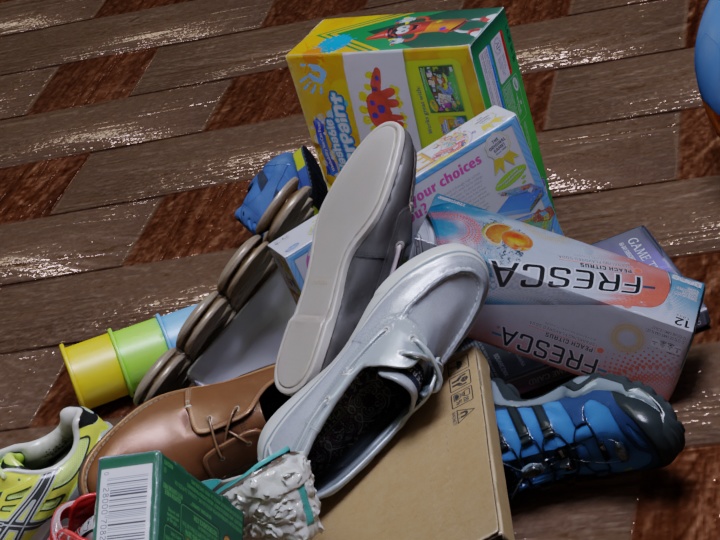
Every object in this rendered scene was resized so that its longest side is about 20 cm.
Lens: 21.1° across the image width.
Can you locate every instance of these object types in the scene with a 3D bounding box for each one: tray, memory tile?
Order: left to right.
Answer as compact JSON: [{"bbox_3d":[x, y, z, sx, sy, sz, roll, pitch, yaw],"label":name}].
[{"bbox_3d":[-0.099,0.023,1.422,0.200,0.017,0.153,-53,-4,-5],"label":"memory tile"},{"bbox_3d":[-0.040,0.053,1.456,0.107,0.022,0.200,31,44,8],"label":"tray"}]

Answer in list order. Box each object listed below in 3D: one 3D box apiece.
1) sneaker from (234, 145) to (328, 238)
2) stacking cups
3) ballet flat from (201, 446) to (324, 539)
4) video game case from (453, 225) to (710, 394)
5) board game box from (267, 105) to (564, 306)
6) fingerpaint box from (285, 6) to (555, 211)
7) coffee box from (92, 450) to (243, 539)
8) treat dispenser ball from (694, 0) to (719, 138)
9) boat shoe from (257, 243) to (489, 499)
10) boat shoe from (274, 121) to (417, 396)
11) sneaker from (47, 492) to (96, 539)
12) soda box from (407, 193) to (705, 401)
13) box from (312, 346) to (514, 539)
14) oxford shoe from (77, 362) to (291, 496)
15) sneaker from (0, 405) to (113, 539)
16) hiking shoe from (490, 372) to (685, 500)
[{"bbox_3d":[-0.063,-0.036,1.632,0.078,0.066,0.200,-27,27,8],"label":"sneaker"},{"bbox_3d":[-0.135,0.052,1.523,0.199,0.061,0.061,-21,28,-12],"label":"stacking cups"},{"bbox_3d":[-0.084,0.164,1.214,0.072,0.072,0.200,-38,5,-33],"label":"ballet flat"},{"bbox_3d":[0.140,0.035,1.423,0.199,0.019,0.143,-19,28,-2],"label":"video game case"},{"bbox_3d":[0.048,-0.010,1.393,0.199,0.135,0.034,-31,27,-14],"label":"board game box"},{"bbox_3d":[0.051,-0.099,1.523,0.166,0.201,0.073,0,32,32],"label":"fingerpaint box"},{"bbox_3d":[-0.107,0.212,1.054,0.044,0.123,0.201,-8,65,18],"label":"coffee box"},{"bbox_3d":[0.351,-0.159,1.447,0.200,0.202,0.201,-14,28,8],"label":"treat dispenser ball"},{"bbox_3d":[0.020,0.069,1.234,0.201,0.070,0.071,-47,28,-8],"label":"boat shoe"},{"bbox_3d":[0.000,0.000,1.313,0.067,0.057,0.201,11,78,53],"label":"boat shoe"},{"bbox_3d":[-0.185,0.191,1.196,0.200,0.108,0.067,-8,30,19],"label":"sneaker"},{"bbox_3d":[0.130,0.019,1.318,0.199,0.069,0.064,18,36,6],"label":"soda box"},{"bbox_3d":[0.014,0.143,1.216,0.163,0.021,0.200,-29,27,15],"label":"box"},{"bbox_3d":[-0.100,0.109,1.317,0.199,0.072,0.071,-26,4,-23],"label":"oxford shoe"},{"bbox_3d":[-0.252,0.167,1.351,0.200,0.077,0.075,-38,34,-15],"label":"sneaker"},{"bbox_3d":[0.118,0.119,1.246,0.199,0.075,0.087,-4,37,44],"label":"hiking shoe"}]
